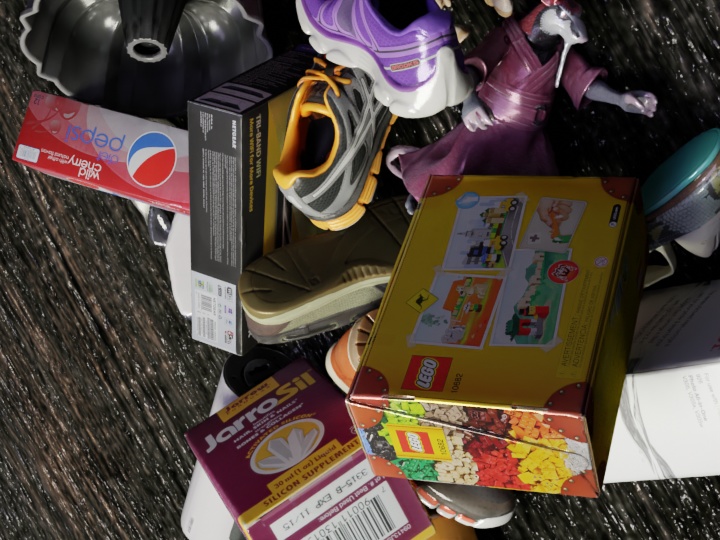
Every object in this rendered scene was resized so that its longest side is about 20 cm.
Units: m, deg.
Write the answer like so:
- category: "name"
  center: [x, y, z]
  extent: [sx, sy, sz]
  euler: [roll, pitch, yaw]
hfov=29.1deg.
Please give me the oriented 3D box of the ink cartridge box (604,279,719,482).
- category: "ink cartridge box"
  center: [0.207, 0.074, 0.949]
  extent: [0.198, 0.146, 0.085]
  euler: [-12, 106, 41]

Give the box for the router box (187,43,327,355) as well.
- category: "router box"
  center: [-0.070, -0.058, 1.094]
  extent: [0.052, 0.157, 0.203]
  euler: [17, 122, 25]

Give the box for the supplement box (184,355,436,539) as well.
- category: "supplement box"
  center: [-0.045, 0.169, 1.119]
  extent: [0.104, 0.130, 0.200]
  euler: [61, 168, -22]

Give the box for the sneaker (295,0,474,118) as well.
- category: "sneaker"
  center: [0.018, -0.180, 0.937]
  extent: [0.200, 0.080, 0.084]
  euler: [46, 150, 49]

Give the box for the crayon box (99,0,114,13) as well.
- category: "crayon box"
  center: [-0.197, -0.325, 1.132]
  extent: [0.199, 0.058, 0.174]
  euler: [-26, 93, 43]

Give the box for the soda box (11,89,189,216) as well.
- category: "soda box"
  center: [-0.182, -0.090, 1.145]
  extent: [0.197, 0.070, 0.064]
  euler: [17, 87, 20]

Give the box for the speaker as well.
- category: "speaker"
  center: [-0.111, 0.169, 1.291]
  extent: [0.081, 0.081, 0.202]
  euler: [34, 128, 20]

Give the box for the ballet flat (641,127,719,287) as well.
- category: "ballet flat"
  center: [0.204, -0.029, 0.965]
  extent: [0.071, 0.069, 0.199]
  euler: [43, 138, -11]

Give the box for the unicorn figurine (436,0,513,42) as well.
- category: "unicorn figurine"
  center: [0.059, -0.232, 0.931]
  extent: [0.138, 0.074, 0.199]
  euler: [48, 145, -11]

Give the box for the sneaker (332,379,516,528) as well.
- category: "sneaker"
  center: [0.060, 0.123, 1.141]
  extent: [0.200, 0.077, 0.082]
  euler: [45, 125, 11]

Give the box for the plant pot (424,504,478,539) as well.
- category: "plant pot"
  center: [0.041, 0.296, 1.173]
  extent: [0.198, 0.199, 0.186]
  euler: [-8, 91, 40]

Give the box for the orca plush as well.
- category: "orca plush"
  center: [-0.128, -0.058, 1.201]
  extent: [0.104, 0.071, 0.203]
  euler: [-11, 83, 11]

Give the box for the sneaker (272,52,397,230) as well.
- category: "sneaker"
  center: [-0.011, -0.134, 1.026]
  extent: [0.077, 0.077, 0.203]
  euler: [9, 83, 34]

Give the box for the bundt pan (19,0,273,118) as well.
- category: "bundt pan"
  center: [-0.165, -0.205, 1.098]
  extent: [0.201, 0.200, 0.077]
  euler: [-25, 53, 42]

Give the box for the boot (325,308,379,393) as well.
- category: "boot"
  center: [0.069, 0.086, 1.085]
  extent: [0.198, 0.076, 0.107]
  euler: [21, 158, -16]

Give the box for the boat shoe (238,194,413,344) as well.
- category: "boat shoe"
  center: [0.000, 0.001, 1.067]
  extent: [0.072, 0.198, 0.066]
  euler: [60, 160, 29]

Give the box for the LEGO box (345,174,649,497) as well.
- category: "LEGO box"
  center: [0.093, 0.034, 0.881]
  extent: [0.147, 0.202, 0.078]
  euler: [2, 137, 22]

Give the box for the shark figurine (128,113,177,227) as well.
- category: "shark figurine"
  center: [-0.206, -0.087, 1.238]
  extent: [0.127, 0.089, 0.217]
  euler: [-9, 104, 42]

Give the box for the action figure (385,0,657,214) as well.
- category: "action figure"
  center: [0.114, -0.117, 0.987]
  extent: [0.149, 0.132, 0.202]
  euler: [-118, 42, -59]
